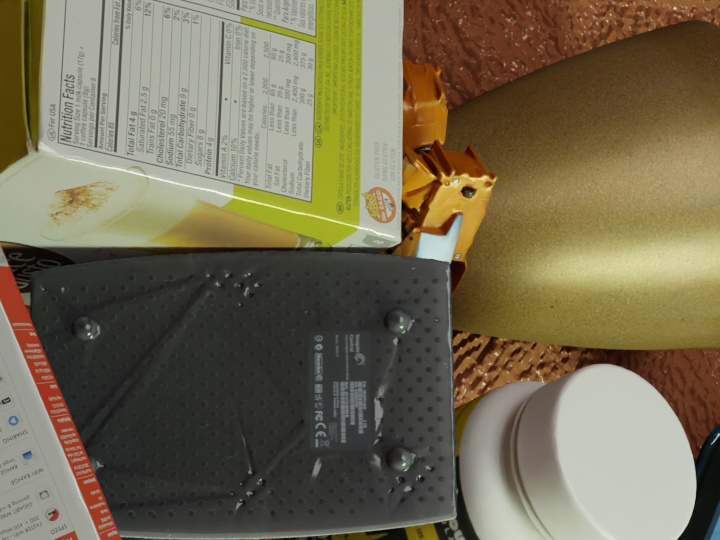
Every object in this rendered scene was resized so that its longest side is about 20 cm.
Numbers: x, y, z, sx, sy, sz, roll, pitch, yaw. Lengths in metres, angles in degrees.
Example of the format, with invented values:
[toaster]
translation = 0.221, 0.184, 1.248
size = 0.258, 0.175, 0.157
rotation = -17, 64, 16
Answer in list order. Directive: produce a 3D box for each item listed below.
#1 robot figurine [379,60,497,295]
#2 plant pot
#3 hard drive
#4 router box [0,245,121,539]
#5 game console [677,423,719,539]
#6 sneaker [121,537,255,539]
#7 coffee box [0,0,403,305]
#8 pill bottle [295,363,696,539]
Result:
[robot figurine]
translation = 0.000, 0.000, 1.320
size = 0.058, 0.201, 0.145
rotation = 9, 34, -26
[plant pot]
translation = 0.108, -0.032, 1.438
size = 0.199, 0.186, 0.187
rotation = -10, 79, -22
[hard drive]
translation = -0.055, 0.060, 1.226
size = 0.199, 0.042, 0.136
rotation = -2, 79, 1
[router box]
translation = -0.225, 0.098, 1.153
size = 0.199, 0.049, 0.180
rotation = -23, 87, 3
[game console]
translation = 0.270, 0.174, 1.491
size = 0.199, 0.118, 0.171
rotation = -6, 68, -35
[sneaker]
translation = -0.047, 0.178, 1.291
size = 0.200, 0.087, 0.075
rotation = 33, 52, -13
[coffee box]
translation = -0.111, -0.099, 1.278
size = 0.197, 0.199, 0.201
rotation = 12, 68, -30
[pill bottle]
translation = 0.067, 0.123, 1.315
size = 0.114, 0.200, 0.115
rotation = 19, 58, -33
